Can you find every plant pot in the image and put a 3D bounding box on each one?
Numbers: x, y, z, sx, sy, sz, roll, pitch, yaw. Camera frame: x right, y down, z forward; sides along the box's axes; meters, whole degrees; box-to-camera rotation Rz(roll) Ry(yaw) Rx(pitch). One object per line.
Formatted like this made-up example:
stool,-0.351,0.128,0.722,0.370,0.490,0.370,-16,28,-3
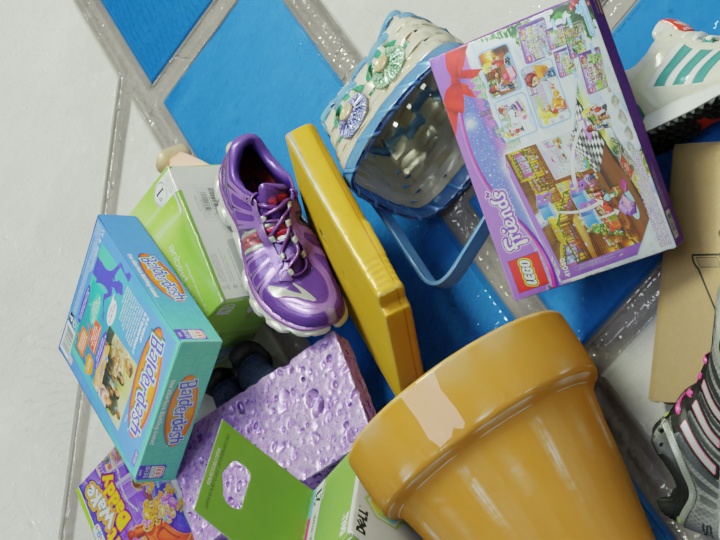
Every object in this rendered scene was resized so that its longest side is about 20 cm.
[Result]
plant pot,0.121,0.163,1.196,0.200,0.199,0.184,-43,70,25

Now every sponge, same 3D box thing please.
sponge,-0.077,0.151,1.385,0.199,0.030,0.112,-34,55,19

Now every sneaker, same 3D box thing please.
sneaker,-0.075,-0.032,1.395,0.201,0.080,0.084,60,158,22
sneaker,0.263,-0.160,1.216,0.199,0.070,0.095,-24,70,38
sneaker,0.248,0.100,1.133,0.087,0.073,0.203,8,106,33

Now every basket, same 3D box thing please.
basket,0.064,-0.106,1.334,0.177,0.138,0.200,-55,52,17

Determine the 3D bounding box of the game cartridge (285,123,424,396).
game cartridge,0.000,0.000,1.357,0.032,0.177,0.201,-25,56,-8

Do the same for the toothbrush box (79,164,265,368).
toothbrush box,-0.169,0.015,1.508,0.200,0.085,0.147,-44,61,43

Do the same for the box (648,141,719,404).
box,0.296,0.002,1.179,0.162,0.021,0.203,0,78,42

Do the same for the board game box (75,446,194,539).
board game box,-0.189,0.251,1.533,0.135,0.045,0.201,-47,53,23

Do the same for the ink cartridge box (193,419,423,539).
ink cartridge box,-0.023,0.189,1.258,0.076,0.199,0.148,-46,13,21

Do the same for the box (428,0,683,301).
box,0.149,-0.093,1.221,0.136,0.039,0.202,-19,93,23

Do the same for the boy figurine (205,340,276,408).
boy figurine,-0.067,0.152,1.436,0.124,0.064,0.200,-44,55,7

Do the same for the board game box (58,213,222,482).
board game box,-0.202,0.067,1.436,0.200,0.045,0.153,51,128,43

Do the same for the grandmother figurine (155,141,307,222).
grandmother figurine,-0.124,-0.064,1.551,0.199,0.060,0.123,29,126,39
